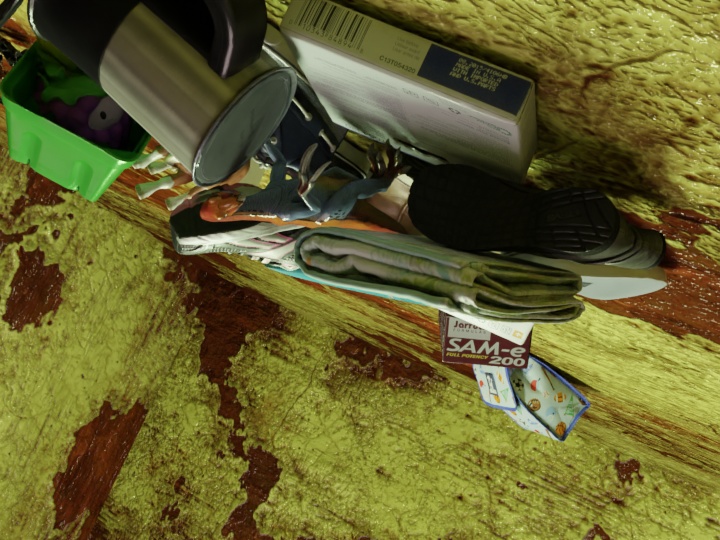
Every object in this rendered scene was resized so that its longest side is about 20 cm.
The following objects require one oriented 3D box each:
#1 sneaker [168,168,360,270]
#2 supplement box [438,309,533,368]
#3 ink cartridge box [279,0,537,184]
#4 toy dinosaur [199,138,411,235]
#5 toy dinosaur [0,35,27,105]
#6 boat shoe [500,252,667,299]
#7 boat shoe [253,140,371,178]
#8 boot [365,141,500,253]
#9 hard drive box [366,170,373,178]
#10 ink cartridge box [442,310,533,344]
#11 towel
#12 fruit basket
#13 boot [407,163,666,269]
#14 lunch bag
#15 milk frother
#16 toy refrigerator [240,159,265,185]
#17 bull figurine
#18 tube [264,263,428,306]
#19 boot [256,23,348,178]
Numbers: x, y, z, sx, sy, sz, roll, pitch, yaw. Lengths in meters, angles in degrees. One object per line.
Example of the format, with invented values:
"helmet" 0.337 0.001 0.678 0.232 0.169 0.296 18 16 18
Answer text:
"sneaker" -0.089 -0.034 0.989 0.196 0.081 0.087 -8 128 -3
"supplement box" 0.156 0.063 1.276 0.107 0.062 0.200 4 -167 3
"ink cartridge box" 0.048 -0.136 0.802 0.194 0.044 0.200 24 175 14
"toy dinosaur" -0.045 -0.055 0.864 0.105 0.180 0.202 31 147 62
"toy dinosaur" -0.529 -0.312 1.395 0.136 0.102 0.199 47 -166 18
"boat shoe" 0.211 -0.016 0.943 0.197 0.067 0.070 5 160 -27
"boat shoe" -0.084 -0.138 1.091 0.198 0.069 0.073 30 171 -24
"boot" 0.064 -0.036 1.030 0.174 0.066 0.201 37 146 4
"hard drive box" 0.032 -0.048 1.258 0.198 0.078 0.155 30 170 -23
"ink cartridge box" 0.126 -0.024 1.093 0.195 0.044 0.201 24 140 5
"towel" 0.066 0.003 0.826 0.169 0.049 0.198 6 -173 -45
"fruit basket" -0.238 -0.200 0.916 0.154 0.218 0.215 28 171 -10
"boot" 0.146 -0.033 0.836 0.198 0.069 0.130 13 177 35
"lunch bag" 0.321 0.234 1.960 0.200 0.124 0.170 43 167 -13
"milk frother" -0.177 -0.152 0.730 0.188 0.200 0.181 41 161 9
"toy refrigerator" -0.184 -0.153 1.300 0.075 0.071 0.200 24 172 8
"bull figurine" -0.163 -0.114 0.992 0.200 0.120 0.066 55 -166 -82
"tube" 0.000 0.000 1.022 0.197 0.051 0.077 8 -170 34
"boot" -0.084 -0.155 0.906 0.072 0.091 0.199 17 167 47
